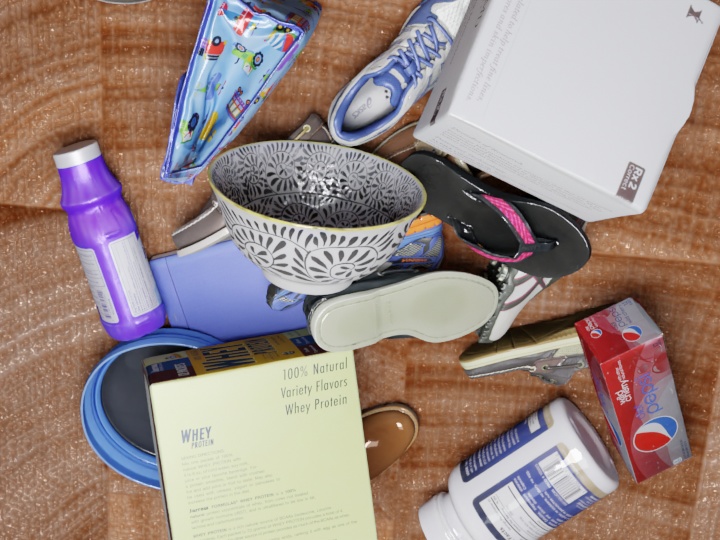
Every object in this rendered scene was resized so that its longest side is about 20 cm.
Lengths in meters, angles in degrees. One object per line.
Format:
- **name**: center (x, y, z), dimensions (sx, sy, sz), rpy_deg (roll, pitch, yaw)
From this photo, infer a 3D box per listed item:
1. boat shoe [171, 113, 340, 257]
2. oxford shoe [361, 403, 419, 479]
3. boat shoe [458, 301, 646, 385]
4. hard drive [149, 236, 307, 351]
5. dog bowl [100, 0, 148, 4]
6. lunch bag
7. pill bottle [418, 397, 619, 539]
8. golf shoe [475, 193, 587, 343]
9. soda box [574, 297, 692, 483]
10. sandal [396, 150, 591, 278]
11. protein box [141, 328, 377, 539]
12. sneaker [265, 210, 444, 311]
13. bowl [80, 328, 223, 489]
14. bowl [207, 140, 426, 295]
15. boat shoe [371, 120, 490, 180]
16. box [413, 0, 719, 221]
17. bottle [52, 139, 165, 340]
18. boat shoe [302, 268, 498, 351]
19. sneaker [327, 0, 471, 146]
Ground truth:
- **boat shoe**: center (-0.111, -0.083, 1.217), dimensions (0.199, 0.072, 0.060), rpy_deg (-31, 99, 11)
- **oxford shoe**: center (-0.018, 0.218, 1.317), dimensions (0.199, 0.071, 0.072), rpy_deg (-37, 102, 14)
- **boat shoe**: center (0.202, 0.087, 1.249), dimensions (0.198, 0.073, 0.066), rpy_deg (-14, 103, 9)
- **hard drive**: center (-0.108, 0.025, 1.278), dimensions (0.198, 0.025, 0.133), rpy_deg (-14, 108, 10)
- **dog bowl**: center (-0.219, -0.355, 1.133), dimensions (0.197, 0.059, 0.203), rpy_deg (2, 110, 5)
- **lunch bag**: center (-0.123, -0.169, 1.143), dimensions (0.093, 0.151, 0.201), rpy_deg (26, 110, -5)
- **pill bottle**: center (0.163, 0.232, 1.285), dimensions (0.199, 0.111, 0.111), rpy_deg (-36, 103, 16)
- **golf shoe**: center (0.179, -0.006, 1.219), dimensions (0.087, 0.077, 0.202), rpy_deg (20, 112, -12)
- **soda box**: center (0.275, 0.122, 1.215), dimensions (0.069, 0.064, 0.201), rpy_deg (-25, 131, 0)
- **sandal**: center (0.121, -0.044, 1.142), dimensions (0.198, 0.045, 0.076), rpy_deg (27, 123, 4)
- **protein box**: center (-0.102, 0.178, 1.195), dimensions (0.196, 0.135, 0.203), rpy_deg (-9, 99, -12)
- **sneaker**: center (0.000, 0.000, 1.214), dimensions (0.198, 0.075, 0.079), rpy_deg (-22, 111, -6)
- **bowl**: center (-0.199, 0.149, 1.304), dimensions (0.198, 0.040, 0.203), rpy_deg (1, 121, 1)
- **bowl**: center (-0.044, -0.039, 1.109), dimensions (0.198, 0.201, 0.095), rpy_deg (9, 115, 1)
- **boat shoe**: center (0.088, -0.115, 1.186), dimensions (0.198, 0.072, 0.076), rpy_deg (-24, 106, 13)
- **box**: center (0.182, -0.175, 1.081), dimensions (0.198, 0.131, 0.201), rpy_deg (25, 83, -10)
- **bottle**: center (-0.259, -0.031, 1.240), dimensions (0.065, 0.083, 0.202), rpy_deg (-23, 109, -21)
- **boat shoe**: center (0.035, 0.031, 1.165), dimensions (0.197, 0.066, 0.075), rpy_deg (-13, 116, -22)
- **sneaker**: center (0.048, -0.189, 1.154), dimensions (0.075, 0.088, 0.200), rpy_deg (42, 105, -8)
